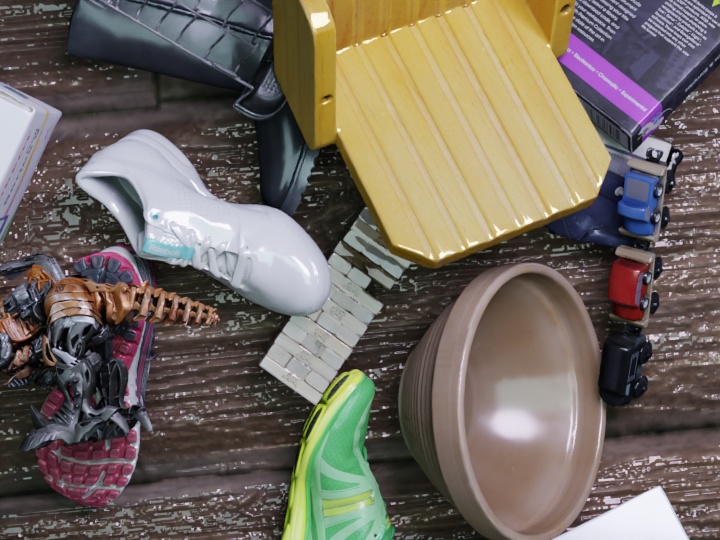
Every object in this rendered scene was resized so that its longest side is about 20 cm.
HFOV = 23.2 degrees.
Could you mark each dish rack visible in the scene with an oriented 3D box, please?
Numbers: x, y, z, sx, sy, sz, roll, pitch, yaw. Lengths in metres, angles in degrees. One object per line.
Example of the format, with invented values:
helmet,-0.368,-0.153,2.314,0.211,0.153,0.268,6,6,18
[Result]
dish rack,-0.107,-0.216,1.218,0.200,0.055,0.154,30,82,-13

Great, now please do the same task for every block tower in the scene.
block tower,0.000,0.000,1.304,0.054,0.058,0.200,34,89,-5

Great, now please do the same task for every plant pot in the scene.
plant pot,0.091,0.096,1.274,0.092,0.201,0.202,-3,95,36

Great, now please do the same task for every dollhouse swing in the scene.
dollhouse swing,0.067,-0.137,1.149,0.199,0.182,0.176,-21,57,-16

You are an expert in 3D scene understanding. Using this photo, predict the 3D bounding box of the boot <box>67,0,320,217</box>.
boot,-0.119,-0.143,1.281,0.199,0.066,0.166,17,82,-8

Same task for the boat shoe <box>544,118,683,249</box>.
boat shoe,0.133,-0.078,1.298,0.199,0.075,0.093,18,98,-3

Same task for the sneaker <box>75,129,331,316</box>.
sneaker,-0.117,-0.022,1.253,0.200,0.088,0.075,33,121,15

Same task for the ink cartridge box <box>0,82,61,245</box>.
ink cartridge box,-0.280,-0.064,1.210,0.087,0.200,0.146,25,91,-5

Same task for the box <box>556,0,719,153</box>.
box,0.211,-0.200,1.273,0.200,0.036,0.143,-45,68,-8

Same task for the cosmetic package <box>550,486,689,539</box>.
cosmetic package,0.136,0.230,1.275,0.199,0.151,0.052,-26,77,-2

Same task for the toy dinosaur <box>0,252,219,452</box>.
toy dinosaur,-0.200,0.052,1.207,0.199,0.102,0.136,-13,83,37

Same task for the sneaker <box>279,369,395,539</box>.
sneaker,-0.012,0.169,1.307,0.083,0.074,0.201,10,102,-2

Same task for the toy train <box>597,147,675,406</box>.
toy train,0.198,0.008,1.279,0.034,0.046,0.201,19,117,34

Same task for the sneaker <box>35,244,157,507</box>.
sneaker,-0.183,0.080,1.292,0.080,0.075,0.201,16,105,10
